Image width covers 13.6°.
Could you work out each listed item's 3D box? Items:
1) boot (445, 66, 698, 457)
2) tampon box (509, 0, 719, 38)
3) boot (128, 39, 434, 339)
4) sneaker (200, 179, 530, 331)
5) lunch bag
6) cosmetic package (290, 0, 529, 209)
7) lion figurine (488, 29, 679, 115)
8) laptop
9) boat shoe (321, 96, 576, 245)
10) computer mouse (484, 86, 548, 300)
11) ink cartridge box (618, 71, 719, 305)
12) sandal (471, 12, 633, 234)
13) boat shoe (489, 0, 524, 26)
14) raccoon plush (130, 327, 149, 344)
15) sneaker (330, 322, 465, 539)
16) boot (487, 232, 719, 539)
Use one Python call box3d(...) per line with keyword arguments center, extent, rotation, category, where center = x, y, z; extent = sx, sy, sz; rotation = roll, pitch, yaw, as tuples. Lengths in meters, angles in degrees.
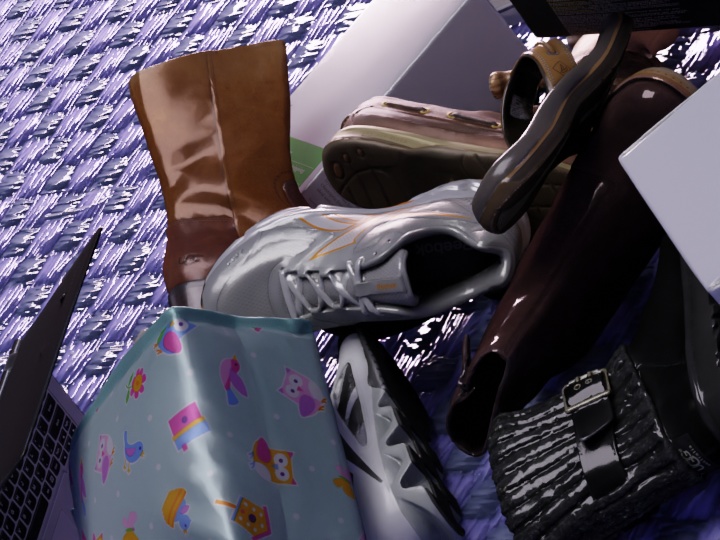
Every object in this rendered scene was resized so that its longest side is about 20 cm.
box3d(center=(0.120, -0.002, 1.659), extent=(0.166, 0.072, 0.200), rotation=(-51, -12, -41), category="boot")
box3d(center=(0.144, -0.228, 1.740), extent=(0.126, 0.200, 0.151), rotation=(-4, 83, 10), category="tampon box")
box3d(center=(-0.039, -0.051, 1.873), extent=(0.187, 0.069, 0.201), rotation=(-11, 61, 1), category="boot")
box3d(center=(0.000, 0.000, 1.742), extent=(0.199, 0.076, 0.092), rotation=(-17, 15, 7), category="sneaker")
box3d(center=(-0.095, 0.142, 1.707), extent=(0.200, 0.122, 0.171), rotation=(-46, 50, 42), category="lunch bag")
box3d(center=(0.012, -0.092, 1.967), extent=(0.200, 0.085, 0.107), rotation=(-52, 30, -12), category="cosmetic package")
box3d(center=(0.158, -0.133, 1.863), extent=(0.122, 0.073, 0.200), rotation=(-8, 39, 29), category="lion figurine")
box3d(center=(-0.174, 0.116, 1.822), extent=(0.115, 0.200, 0.188), rotation=(-13, 40, 27), category="laptop")
box3d(center=(0.079, -0.066, 1.805), extent=(0.199, 0.072, 0.068), rotation=(12, 49, 17), category="boat shoe")
box3d(center=(0.095, -0.058, 1.877), extent=(0.058, 0.034, 0.200), rotation=(-26, 34, 28), category="computer mouse")
box3d(center=(0.228, 0.012, 1.469), extent=(0.084, 0.200, 0.146), rotation=(-39, 30, 7), category="ink cartridge box")
box3d(center=(0.100, -0.090, 1.679), extent=(0.200, 0.054, 0.082), rotation=(-51, -13, -45), category="sandal")
box3d(center=(0.098, -0.212, 2.030), extent=(0.199, 0.070, 0.071), rotation=(-21, 36, 32), category="boat shoe")
box3d(center=(-0.136, 0.114, 1.882), extent=(0.200, 0.097, 0.134), rotation=(-46, 23, -5), category="raccoon plush")
box3d(center=(-0.005, 0.104, 1.750), extent=(0.088, 0.074, 0.200), rotation=(-33, 31, 12), category="sneaker")
box3d(center=(0.147, 0.058, 1.627), extent=(0.158, 0.079, 0.211), rotation=(-35, 23, 27), category="boot")
